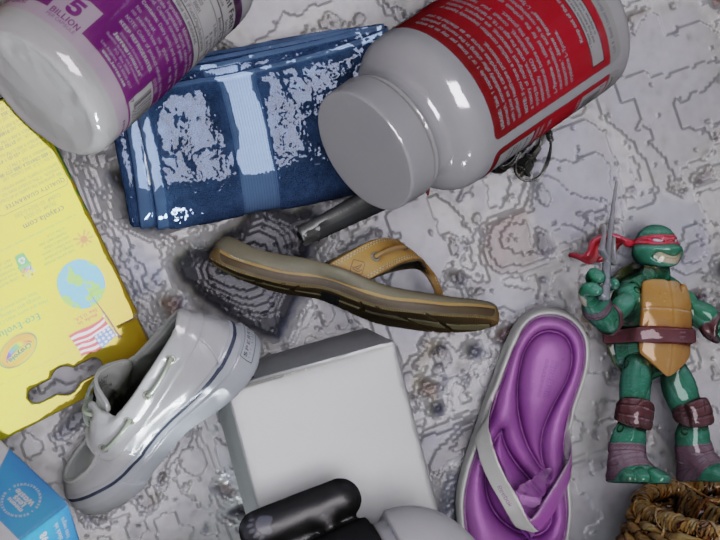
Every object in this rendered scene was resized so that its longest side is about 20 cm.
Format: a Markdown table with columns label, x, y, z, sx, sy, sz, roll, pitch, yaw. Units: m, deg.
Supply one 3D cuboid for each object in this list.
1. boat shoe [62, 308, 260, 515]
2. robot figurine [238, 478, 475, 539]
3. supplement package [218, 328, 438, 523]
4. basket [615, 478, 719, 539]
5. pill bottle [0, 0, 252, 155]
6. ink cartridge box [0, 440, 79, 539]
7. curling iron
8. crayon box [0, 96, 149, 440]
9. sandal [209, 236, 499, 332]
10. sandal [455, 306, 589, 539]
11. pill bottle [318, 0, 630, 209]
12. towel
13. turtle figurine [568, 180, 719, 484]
| label | x | y | z | sx | sy | sz | roll | pitch | yaw |
| --- | --- | --- | --- | --- | --- | --- | --- | --- | --- |
| boat shoe | -0.144 | 0.083 | 1.635 | 0.067 | 0.074 | 0.200 | 30 | 127 | -23 |
| robot figurine | -0.010 | 0.223 | 1.563 | 0.199 | 0.125 | 0.151 | -24 | 120 | -5 |
| supplement package | -0.016 | 0.151 | 1.677 | 0.117 | 0.117 | 0.201 | -15 | 96 | -7 |
| basket | 0.249 | 0.178 | 1.680 | 0.142 | 0.200 | 0.149 | 31 | 90 | -8 |
| pill bottle | -0.139 | -0.175 | 1.628 | 0.112 | 0.112 | 0.200 | 48 | 64 | -8 |
| ink cartridge box | -0.287 | 0.191 | 1.597 | 0.200 | 0.067 | 0.116 | -37 | 55 | -23 |
| curling iron | 0.047 | -0.057 | 1.695 | 0.199 | 0.026 | 0.050 | -23 | 122 | -24 |
| crayon box | -0.231 | -0.003 | 1.669 | 0.127 | 0.051 | 0.201 | -26 | 95 | -8 |
| sandal | 0.000 | 0.000 | 1.698 | 0.199 | 0.080 | 0.054 | 15 | 81 | -5 |
| sandal | 0.111 | 0.126 | 1.730 | 0.082 | 0.050 | 0.204 | 6 | 92 | -8 |
| pill bottle | 0.072 | -0.123 | 1.648 | 0.200 | 0.112 | 0.113 | -35 | 98 | -31 |
| towel | -0.064 | -0.094 | 1.693 | 0.199 | 0.049 | 0.112 | -11 | 95 | -9 |
| turtle figurine | 0.207 | 0.042 | 1.715 | 0.149 | 0.101 | 0.201 | 0 | 88 | -15 |
